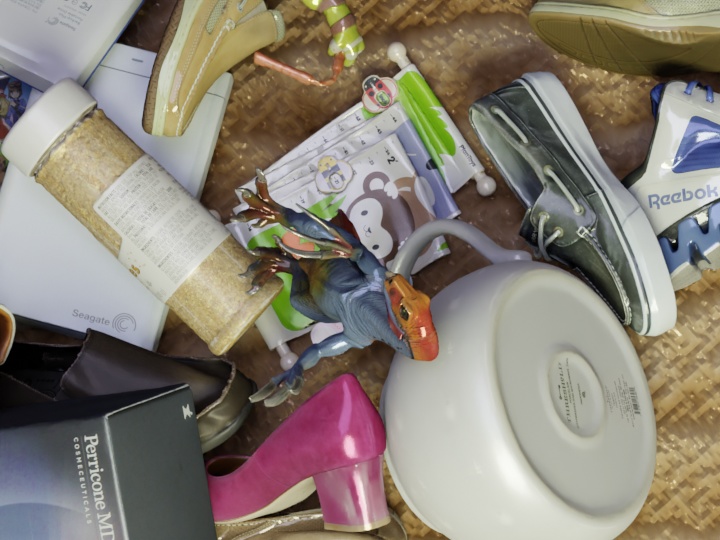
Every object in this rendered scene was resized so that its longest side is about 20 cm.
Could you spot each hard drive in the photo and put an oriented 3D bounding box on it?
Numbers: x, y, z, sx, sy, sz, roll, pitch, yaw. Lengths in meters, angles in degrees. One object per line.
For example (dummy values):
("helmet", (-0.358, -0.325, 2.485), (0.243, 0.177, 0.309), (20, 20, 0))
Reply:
("hard drive", (-0.175, -0.054, 1.518), (0.131, 0.027, 0.202), (14, 77, 3))
("hard drive", (-0.201, -0.222, 1.546), (0.131, 0.025, 0.201), (26, 68, 14))

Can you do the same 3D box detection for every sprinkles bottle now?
("sprinkles bottle", (-0.142, -0.035, 1.460), (0.200, 0.068, 0.068), (43, 88, 0))

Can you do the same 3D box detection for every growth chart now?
("growth chart", (-0.007, -0.038, 1.505), (0.200, 0.018, 0.145), (-40, 75, 1))

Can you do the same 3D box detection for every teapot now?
("teapot", (0.079, 0.093, 1.395), (0.145, 0.201, 0.198), (-23, 115, 39))

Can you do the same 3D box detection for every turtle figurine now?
("turtle figurine", (-0.037, -0.229, 1.483), (0.161, 0.064, 0.200), (-31, 78, -34))

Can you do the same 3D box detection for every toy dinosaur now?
("toy dinosaur", (0.000, 0.000, 1.354), (0.181, 0.199, 0.106), (25, 124, 34))

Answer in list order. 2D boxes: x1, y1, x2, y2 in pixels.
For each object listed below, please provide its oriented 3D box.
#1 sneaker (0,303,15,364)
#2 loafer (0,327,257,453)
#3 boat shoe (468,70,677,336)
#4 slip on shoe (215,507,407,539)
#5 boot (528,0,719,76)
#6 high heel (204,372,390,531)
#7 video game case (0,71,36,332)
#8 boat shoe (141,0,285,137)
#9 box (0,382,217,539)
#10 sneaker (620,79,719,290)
("sneaker", (-0.265, 0.034, 1.452), (0.084, 0.073, 0.200), (-13, 34, -5))
("loafer", (-0.165, 0.078, 1.459), (0.198, 0.072, 0.073), (-2, 39, 17))
("boat shoe", (0.133, -0.035, 1.447), (0.070, 0.072, 0.201), (-22, 64, -16))
("slip on shoe", (-0.067, 0.198, 1.434), (0.198, 0.061, 0.077), (-10, 102, 4))
("boot", (0.217, -0.211, 1.472), (0.198, 0.072, 0.156), (4, 68, 29))
("high heel", (-0.059, 0.110, 1.411), (0.199, 0.067, 0.097), (1, 103, 52))
("video game case", (-0.305, -0.035, 1.555), (0.198, 0.023, 0.184), (-12, 77, 8))
("boat shoe", (-0.086, -0.171, 1.506), (0.076, 0.072, 0.201), (21, 67, -5))
("box", (-0.198, 0.186, 1.392), (0.197, 0.123, 0.202), (-9, 93, 22))
("sneaker", (0.247, -0.088, 1.437), (0.199, 0.081, 0.116), (-34, 77, 3))
